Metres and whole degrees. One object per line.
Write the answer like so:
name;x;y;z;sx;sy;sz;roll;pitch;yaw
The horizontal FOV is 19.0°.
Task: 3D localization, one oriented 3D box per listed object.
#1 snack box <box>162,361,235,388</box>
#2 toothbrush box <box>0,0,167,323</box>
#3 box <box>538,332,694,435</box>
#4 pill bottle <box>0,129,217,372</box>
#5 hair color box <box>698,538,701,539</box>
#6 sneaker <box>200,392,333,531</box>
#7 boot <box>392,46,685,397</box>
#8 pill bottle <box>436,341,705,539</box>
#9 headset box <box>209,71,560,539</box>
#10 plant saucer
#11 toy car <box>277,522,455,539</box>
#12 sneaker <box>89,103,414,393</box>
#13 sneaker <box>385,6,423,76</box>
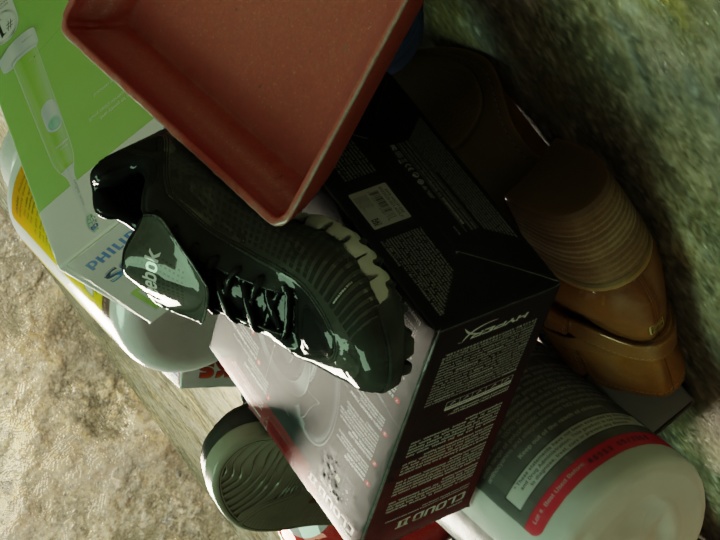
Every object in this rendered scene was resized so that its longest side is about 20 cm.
snack box;-0.030;0.051;1.356;0.072;0.199;0.024;-151;62;-64
toothbrush box;-0.115;-0.098;1.187;0.086;0.145;0.200;36;-159;-48
box;0.097;0.026;1.237;0.200;0.041;0.156;49;166;9
pill bottle;-0.143;-0.031;1.306;0.200;0.109;0.109;42;164;44
hair color box;0.128;0.153;1.337;0.100;0.061;0.200;19;-169;-38
sneaker;-0.050;0.085;1.211;0.106;0.075;0.200;54;-167;24
boot;0.086;-0.025;1.106;0.200;0.077;0.155;30;159;42
pill bottle;0.080;0.096;1.151;0.200;0.111;0.111;40;162;42
headset box;0.003;0.030;1.056;0.149;0.077;0.200;52;147;29
plant saucer;-0.035;-0.149;0.982;0.037;0.200;0.200;13;-158;-47
toy car;0.029;0.117;1.477;0.185;0.177;0.200;59;158;23
sneaker;-0.058;-0.001;0.971;0.200;0.090;0.067;45;142;38
sneaker;-0.007;-0.139;1.120;0.088;0.075;0.200;52;179;-35
